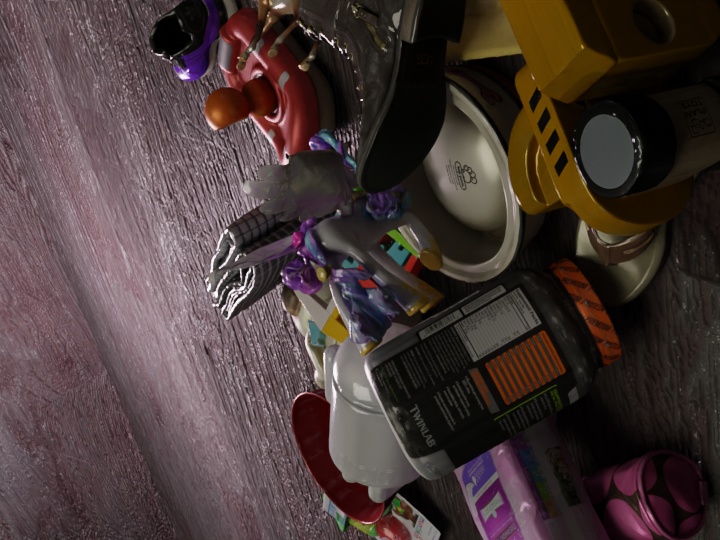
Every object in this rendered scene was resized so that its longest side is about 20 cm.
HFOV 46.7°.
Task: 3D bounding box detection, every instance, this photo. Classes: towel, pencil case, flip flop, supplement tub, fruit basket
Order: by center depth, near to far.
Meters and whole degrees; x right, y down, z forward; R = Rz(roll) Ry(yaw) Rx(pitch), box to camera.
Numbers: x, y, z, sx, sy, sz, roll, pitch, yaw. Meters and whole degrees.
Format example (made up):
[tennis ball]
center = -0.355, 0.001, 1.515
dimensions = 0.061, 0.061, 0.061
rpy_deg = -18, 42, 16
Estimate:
[flip flop]
center = 0.204, -0.048, 0.635
dimensions = 0.081, 0.057, 0.202
rpy_deg = 46, 148, 25
[supplement tub]
center = 0.113, 0.080, 0.714
dimensions = 0.124, 0.198, 0.123
rpy_deg = 61, -178, -4
[pencil case]
center = 0.244, 0.228, 0.794
dimensions = 0.200, 0.092, 0.092
rpy_deg = 129, 151, -60
[towel]
center = -0.109, -0.024, 1.070
dimensions = 0.086, 0.165, 0.200
rpy_deg = 50, 151, 6
[fruit basket]
center = 0.028, 0.377, 1.282
dimensions = 0.200, 0.093, 0.187
rpy_deg = 43, 147, 24

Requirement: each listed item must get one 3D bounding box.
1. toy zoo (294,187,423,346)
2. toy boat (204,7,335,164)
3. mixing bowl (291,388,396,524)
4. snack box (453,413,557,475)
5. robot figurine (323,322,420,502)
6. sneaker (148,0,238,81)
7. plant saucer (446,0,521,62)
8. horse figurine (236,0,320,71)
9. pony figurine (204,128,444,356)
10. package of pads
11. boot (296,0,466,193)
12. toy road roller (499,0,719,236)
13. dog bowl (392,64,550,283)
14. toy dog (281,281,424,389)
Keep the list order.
[toy zoo]
center = 0.000, 0.000, 0.928
dimensions = 0.131, 0.020, 0.202
rpy_deg = 38, 105, 36
[toy boat]
center = -0.120, -0.197, 0.963
dimensions = 0.201, 0.130, 0.131
rpy_deg = 52, 151, 17
[mixing bowl]
center = 0.004, 0.237, 1.167
dimensions = 0.199, 0.107, 0.203
rpy_deg = 34, 138, 38
[snack box]
center = 0.148, 0.169, 0.929
dimensions = 0.141, 0.053, 0.203
rpy_deg = 31, 138, 40
[robot figurine]
center = 0.025, 0.139, 0.856
dimensions = 0.168, 0.112, 0.203
rpy_deg = 24, 125, 32
[sneaker]
center = -0.235, -0.301, 1.090
dimensions = 0.070, 0.099, 0.200
rpy_deg = 62, 152, 0
[plant saucer]
center = 0.075, -0.272, 0.658
dimensions = 0.199, 0.048, 0.203
rpy_deg = 12, 125, 54
[horse figurine]
center = -0.074, -0.274, 0.862
dimensions = 0.050, 0.135, 0.199
rpy_deg = 26, 174, -37
[pony figurine]
center = -0.023, -0.030, 0.751
dimensions = 0.201, 0.192, 0.167
rpy_deg = 52, 135, 8
[package of pads]
center = 0.152, 0.210, 0.784
dimensions = 0.121, 0.074, 0.202
rpy_deg = 110, 144, -54
[boot]
center = 0.001, -0.187, 0.706
dimensions = 0.174, 0.068, 0.203
rpy_deg = 38, 118, 42
[toy road roller]
center = 0.152, -0.121, 0.550
dimensions = 0.146, 0.121, 0.203
rpy_deg = -37, 70, 62
[dog bowl]
center = 0.095, -0.094, 0.760
dimensions = 0.200, 0.073, 0.203
rpy_deg = 39, 144, 35
[toy dog]
center = -0.016, 0.061, 1.022
dimensions = 0.199, 0.138, 0.197
rpy_deg = 26, 132, 49
